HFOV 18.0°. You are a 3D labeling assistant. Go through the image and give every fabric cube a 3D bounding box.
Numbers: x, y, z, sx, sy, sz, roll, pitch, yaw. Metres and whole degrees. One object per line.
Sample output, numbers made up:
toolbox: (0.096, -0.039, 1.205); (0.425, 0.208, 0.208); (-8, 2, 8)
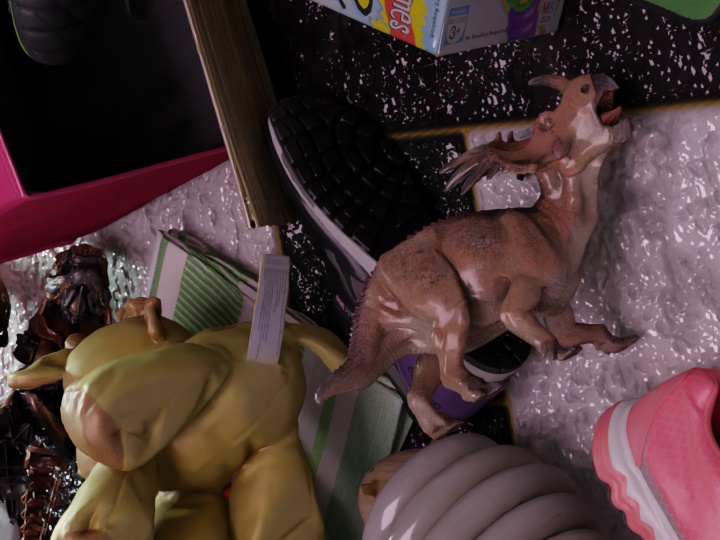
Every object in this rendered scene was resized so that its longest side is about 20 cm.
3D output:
fabric cube: (-0.208, -0.117, 1.291); (0.199, 0.196, 0.201); (-23, 87, 44)

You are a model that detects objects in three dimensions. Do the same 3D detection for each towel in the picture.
towel: (-0.058, 0.081, 1.332); (0.200, 0.023, 0.153); (32, 122, 29)

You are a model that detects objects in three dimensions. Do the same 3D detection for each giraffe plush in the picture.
giraffe plush: (-0.110, 0.081, 1.238); (0.162, 0.172, 0.201); (10, 77, 55)

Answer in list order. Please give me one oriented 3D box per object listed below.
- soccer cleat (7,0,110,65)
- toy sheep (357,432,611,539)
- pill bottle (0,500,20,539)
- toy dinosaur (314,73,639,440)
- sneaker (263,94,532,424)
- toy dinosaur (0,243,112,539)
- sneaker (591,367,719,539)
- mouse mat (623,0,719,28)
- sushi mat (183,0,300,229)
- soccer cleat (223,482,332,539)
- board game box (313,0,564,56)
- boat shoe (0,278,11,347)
soccer cleat: (-0.124, -0.192, 1.139); (0.081, 0.067, 0.201); (28, 111, 30)
toy sheep: (0.071, 0.159, 1.170); (0.200, 0.137, 0.139); (35, 122, 34)
pill bottle: (-0.303, 0.245, 1.525); (0.114, 0.114, 0.201); (36, 122, 28)
toy dinosaur: (0.055, -0.003, 1.132); (0.199, 0.086, 0.136); (-26, 78, -3)
sneaker: (0.000, 0.000, 1.227); (0.200, 0.076, 0.088); (54, 135, 16)
toy dinosaur: (-0.179, 0.089, 1.395); (0.136, 0.101, 0.201); (-107, 7, -61)
sneaker: (0.190, 0.137, 1.096); (0.087, 0.074, 0.201); (-42, 74, 38)
mouse mat: (0.104, -0.214, 1.025); (0.199, 0.008, 0.162); (21, 108, -7)
sushi mat: (-0.072, -0.120, 1.243); (0.012, 0.096, 0.201); (-16, 90, 15)
soccer cleat: (-0.041, 0.171, 1.288); (0.069, 0.085, 0.200); (-39, 54, -2)
board game box: (0.003, -0.194, 1.147); (0.199, 0.105, 0.104); (27, 118, 33)
boat shoe: (-0.246, 0.023, 1.400); (0.200, 0.068, 0.072); (53, 131, 55)
